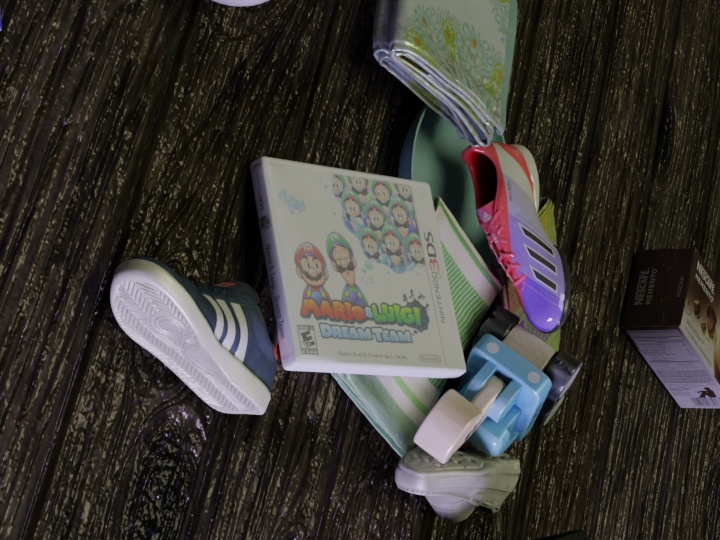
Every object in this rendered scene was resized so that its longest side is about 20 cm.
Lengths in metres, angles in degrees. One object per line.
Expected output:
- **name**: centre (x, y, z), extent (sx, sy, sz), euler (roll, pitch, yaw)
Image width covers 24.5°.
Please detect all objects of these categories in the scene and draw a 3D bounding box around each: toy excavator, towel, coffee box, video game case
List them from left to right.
- **video game case**: centre (0.000, 0.000, 1.424), extent (0.199, 0.024, 0.183), euler (6, 66, -42)
- **towel**: centre (0.055, 0.051, 1.540), extent (0.153, 0.023, 0.201), euler (52, 59, -41)
- **towel**: centre (0.084, -0.238, 1.592), extent (0.171, 0.048, 0.201), euler (38, 46, -39)
- **toy excavator**: centre (0.116, 0.129, 1.553), extent (0.200, 0.100, 0.195), euler (-48, 166, -27)
- **towel**: centre (0.173, 0.036, 1.720), extent (0.144, 0.023, 0.201), euler (-49, 139, -48)
- **coffee box**: centre (0.402, 0.073, 2.041), extent (0.200, 0.079, 0.114), euler (48, 50, -43)

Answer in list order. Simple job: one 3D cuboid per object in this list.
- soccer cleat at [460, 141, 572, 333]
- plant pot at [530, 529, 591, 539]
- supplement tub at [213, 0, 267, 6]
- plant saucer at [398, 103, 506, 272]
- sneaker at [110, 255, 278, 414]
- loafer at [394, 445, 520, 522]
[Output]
- **soccer cleat**: centre (0.147, -0.033, 1.598), extent (0.073, 0.068, 0.201), euler (5, 62, -38)
- **plant pot**: centre (0.146, 0.349, 1.548), extent (0.199, 0.199, 0.179), euler (-3, 76, -56)
- **supplement tub**: centre (-0.061, -0.304, 1.341), extent (0.200, 0.140, 0.141), euler (-38, 117, -51)
- **plant saucer**: centre (0.089, -0.080, 1.632), extent (0.200, 0.036, 0.202), euler (8, 80, -56)
- **sneaker**: centre (-0.122, 0.031, 1.275), extent (0.200, 0.074, 0.085), euler (57, 44, -50)
- **loafer**: centre (0.091, 0.205, 1.571), extent (0.200, 0.070, 0.070), euler (12, 97, -57)
